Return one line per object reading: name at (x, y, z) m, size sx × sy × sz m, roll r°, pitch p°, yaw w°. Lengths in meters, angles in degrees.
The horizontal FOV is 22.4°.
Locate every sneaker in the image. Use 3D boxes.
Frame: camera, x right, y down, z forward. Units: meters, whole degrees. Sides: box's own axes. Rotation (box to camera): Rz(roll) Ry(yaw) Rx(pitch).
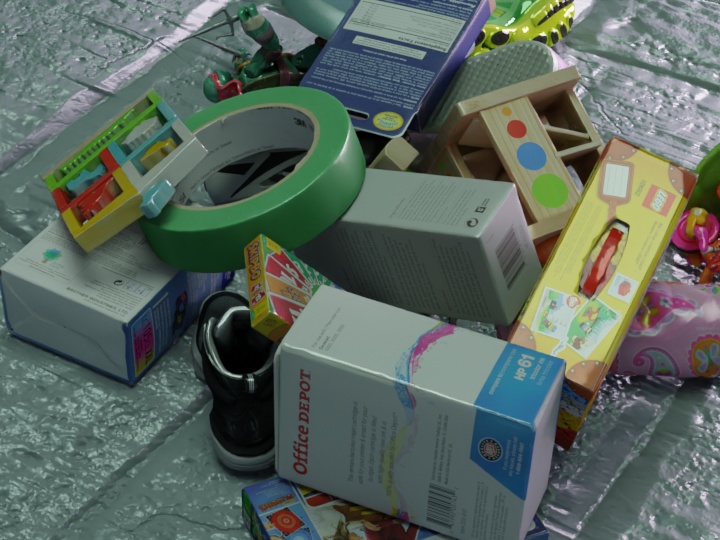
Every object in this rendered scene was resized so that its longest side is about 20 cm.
sneaker at (0.139, -0.247, 1.905) m, size 0.200 × 0.074 × 0.083 m, roll -29°, pitch 36°, yaw -33°
sneaker at (-0.056, -0.111, 1.653) m, size 0.200 × 0.089 × 0.074 m, roll -17°, pitch 10°, yaw 14°
sneaker at (0.106, -0.163, 1.721) m, size 0.200 × 0.073 × 0.114 m, roll -5°, pitch -6°, yaw 22°
sneaker at (-0.097, 0.060, 1.490) m, size 0.075 × 0.114 × 0.200 m, roll -5°, pitch 41°, yaw -9°

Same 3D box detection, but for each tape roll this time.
tape roll at (-0.096, -0.080, 1.542) m, size 0.200 × 0.048 × 0.201 m, roll -15°, pitch 35°, yaw 11°

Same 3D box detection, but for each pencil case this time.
pencil case at (0.215, 0.047, 1.548) m, size 0.199 × 0.088 × 0.088 m, roll 2°, pitch 40°, yaw -2°

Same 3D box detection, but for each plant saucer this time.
plant saucer at (0.020, -0.260, 1.790) m, size 0.200 × 0.027 × 0.200 m, roll 13°, pitch 29°, yaw -8°

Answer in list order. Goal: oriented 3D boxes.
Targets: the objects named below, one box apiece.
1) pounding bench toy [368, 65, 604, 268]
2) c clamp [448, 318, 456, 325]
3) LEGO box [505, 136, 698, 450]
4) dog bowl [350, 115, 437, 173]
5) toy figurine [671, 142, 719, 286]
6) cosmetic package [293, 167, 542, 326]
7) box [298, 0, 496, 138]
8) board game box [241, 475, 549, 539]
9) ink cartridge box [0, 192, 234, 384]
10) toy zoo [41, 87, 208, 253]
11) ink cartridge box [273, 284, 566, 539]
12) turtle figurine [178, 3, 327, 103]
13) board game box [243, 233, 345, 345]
pounding bench toy at (0.122, -0.060, 1.602) m, size 0.200 × 0.124 × 0.156 m, roll -19°, pitch 74°, yaw -23°
c clamp at (0.000, 0.000, 1.632) m, size 0.199 × 0.027 × 0.171 m, roll 9°, pitch 41°, yaw 7°
LEGO box at (0.181, 0.020, 1.431) m, size 0.077 × 0.149 × 0.200 m, roll 26°, pitch 69°, yaw 9°
dog bowl at (0.045, -0.130, 1.763) m, size 0.199 × 0.059 × 0.200 m, roll 1°, pitch 41°, yaw -1°
toy figurine at (0.359, -0.010, 1.602) m, size 0.200 × 0.150 × 0.184 m, roll -17°, pitch 49°, yaw 11°
cosmetic package at (0.042, -0.023, 1.524) m, size 0.200 × 0.102 × 0.071 m, roll 8°, pitch 46°, yaw 33°
box at (0.028, -0.195, 1.657) m, size 0.121 × 0.032 × 0.200 m, roll 17°, pitch 56°, yaw 23°
board game box at (0.025, 0.195, 1.397) m, size 0.200 × 0.035 × 0.135 m, roll -15°, pitch 44°, yaw -19°
ink cartridge box at (-0.200, -0.006, 1.592) m, size 0.136 × 0.076 × 0.200 m, roll 22°, pitch 45°, yaw 20°
toy zoo at (-0.200, -0.084, 1.544) m, size 0.131 × 0.020 × 0.200 m, roll -39°, pitch 27°, yaw -1°
ink cartridge box at (0.041, 0.111, 1.356) m, size 0.200 × 0.145 × 0.085 m, roll 16°, pitch 43°, yaw 15°
turtle figurine at (-0.091, -0.208, 1.820) m, size 0.199 × 0.150 × 0.101 m, roll -11°, pitch 86°, yaw -19°
board game box at (-0.012, 0.055, 1.472) m, size 0.030 × 0.200 × 0.096 m, roll -37°, pitch 36°, yaw 22°
